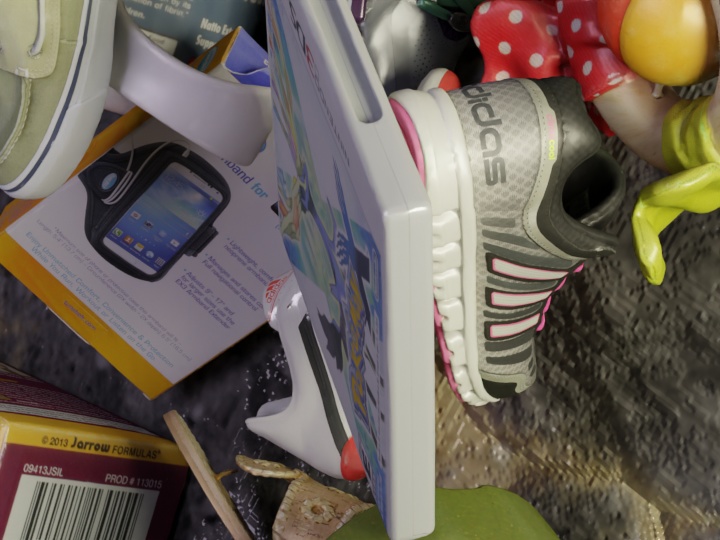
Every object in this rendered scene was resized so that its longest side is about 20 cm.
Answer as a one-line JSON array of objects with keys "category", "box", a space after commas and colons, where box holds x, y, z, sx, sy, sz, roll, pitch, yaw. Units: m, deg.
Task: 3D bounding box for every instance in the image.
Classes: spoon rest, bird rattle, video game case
[{"category": "spoon rest", "box": [-0.116, -0.121, 1.263, 0.200, 0.061, 0.099, 42, 111, 34]}, {"category": "bird rattle", "box": [0.129, -0.094, 1.153, 0.200, 0.113, 0.163, -123, 32, -43]}, {"category": "video game case", "box": [-0.006, -0.020, 1.111, 0.200, 0.022, 0.182, 87, 166, -49]}]

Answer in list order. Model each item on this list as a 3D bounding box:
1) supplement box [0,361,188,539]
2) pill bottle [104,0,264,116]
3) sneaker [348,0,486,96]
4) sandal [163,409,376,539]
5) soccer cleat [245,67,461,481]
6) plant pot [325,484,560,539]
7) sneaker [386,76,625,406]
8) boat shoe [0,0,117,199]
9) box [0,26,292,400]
[{"category": "supplement box", "box": [-0.206, 0.102, 1.409, 0.200, 0.131, 0.103, 21, 96, 43]}, {"category": "pill bottle", "box": [-0.094, -0.177, 1.370, 0.120, 0.120, 0.200, 23, 98, 42]}, {"category": "sneaker", "box": [0.043, -0.156, 1.277, 0.088, 0.074, 0.200, -1, 81, 37]}, {"category": "sandal", "box": [-0.012, 0.139, 1.286, 0.070, 0.078, 0.212, -31, 65, -2]}, {"category": "soccer cleat", "box": [0.000, 0.000, 1.259, 0.085, 0.069, 0.200, 18, 110, 15]}, {"category": "plant pot", "box": [0.053, 0.194, 1.136, 0.200, 0.200, 0.190, -51, 41, 22]}, {"category": "sneaker", "box": [0.065, -0.012, 1.102, 0.087, 0.200, 0.074, -15, 56, 0]}, {"category": "boat shoe", "box": [-0.142, -0.122, 1.199, 0.072, 0.062, 0.200, 47, 129, 46]}, {"category": "box", "box": [-0.072, -0.030, 1.326, 0.200, 0.119, 0.041, -34, 21, 30]}]
